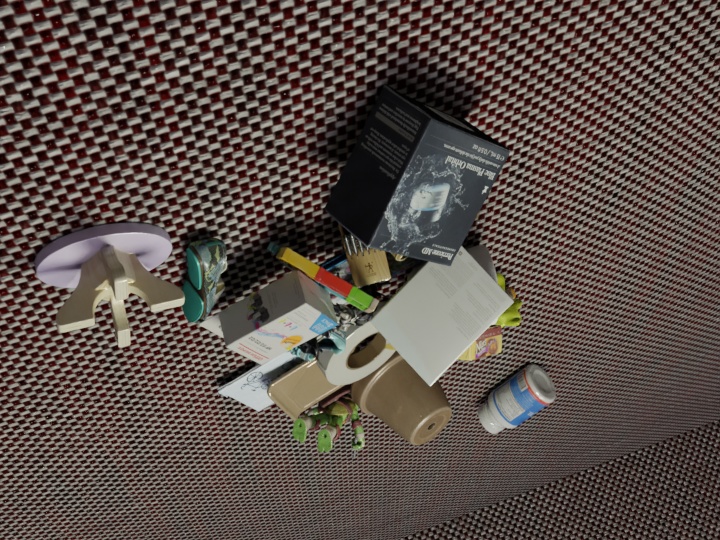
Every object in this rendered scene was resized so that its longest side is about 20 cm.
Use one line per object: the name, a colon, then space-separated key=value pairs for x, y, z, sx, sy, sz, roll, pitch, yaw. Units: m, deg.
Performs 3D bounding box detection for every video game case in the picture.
video game case: x=0.000 y=0.000 z=1.713 sx=0.198 sy=0.018 sz=0.143 roll=-28 pitch=152 yaw=10

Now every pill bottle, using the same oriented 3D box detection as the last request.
pill bottle: x=0.403 y=0.341 z=2.477 sx=0.111 sy=0.114 sz=0.200 roll=10 pitch=139 yaw=-44

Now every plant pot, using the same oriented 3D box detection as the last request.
plant pot: x=0.104 y=0.272 z=2.035 sx=0.198 sy=0.175 sz=0.202 roll=-29 pitch=147 yaw=-21

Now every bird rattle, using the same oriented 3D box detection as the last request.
bird rattle: x=0.249 y=0.095 z=1.956 sx=0.200 sy=0.113 sz=0.163 roll=-41 pitch=174 yaw=31

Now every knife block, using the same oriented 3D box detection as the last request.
knife block: x=-0.003 y=-0.070 z=1.550 sx=0.063 sy=0.179 sz=0.200 roll=-13 pitch=-170 yaw=-1

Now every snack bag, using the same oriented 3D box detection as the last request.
snack bag: x=-0.175 y=0.220 z=1.951 sx=0.198 sy=0.022 sz=0.188 roll=-32 pitch=151 yaw=9

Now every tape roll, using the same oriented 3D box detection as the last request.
tape roll: x=0.004 y=0.147 z=1.893 sx=0.201 sy=0.037 sz=0.204 roll=-30 pitch=149 yaw=-19

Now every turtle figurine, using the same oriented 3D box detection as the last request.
turtle figurine: x=-0.069 y=0.362 z=2.109 sx=0.200 sy=0.145 sz=0.193 roll=-45 pitch=167 yaw=25

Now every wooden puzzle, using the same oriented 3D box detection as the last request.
wooden puzzle: x=-0.089 y=0.216 z=1.958 sx=0.199 sy=0.037 sz=0.185 roll=-36 pitch=151 yaw=-3

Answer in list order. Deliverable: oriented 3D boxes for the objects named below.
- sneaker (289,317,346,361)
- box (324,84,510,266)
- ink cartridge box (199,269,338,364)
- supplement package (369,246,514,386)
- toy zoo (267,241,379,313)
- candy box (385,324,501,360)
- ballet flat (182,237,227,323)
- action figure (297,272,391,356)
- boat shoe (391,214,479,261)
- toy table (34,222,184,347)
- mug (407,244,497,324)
sneaker: x=-0.116 y=0.121 z=1.750 sx=0.196 sy=0.088 sz=0.078 roll=-3 pitch=149 yaw=-15
box: x=0.085 y=-0.131 z=1.378 sx=0.195 sy=0.117 sz=0.202 roll=11 pitch=113 yaw=-46
ink cartridge box: x=-0.151 y=0.088 z=1.552 sx=0.198 sy=0.069 sz=0.115 roll=-28 pitch=149 yaw=16
supplement package: x=0.136 y=0.069 z=1.640 sx=0.200 sy=0.152 sz=0.151 roll=-45 pitch=178 yaw=1
toy zoo: x=-0.064 y=0.011 z=1.538 sx=0.021 sy=0.198 sz=0.131 roll=-60 pitch=-178 yaw=-6
candy box: x=0.158 y=0.129 z=1.817 sx=0.197 sy=0.058 sz=0.116 roll=3 pitch=-175 yaw=39
ballet flat: x=-0.245 y=0.017 z=1.523 sx=0.073 sy=0.075 sz=0.201 roll=-10 pitch=152 yaw=-21
action figure: x=-0.035 y=0.061 z=1.675 sx=0.199 sy=0.102 sz=0.120 roll=-35 pitch=155 yaw=-38
boat shoe: x=0.129 y=-0.069 z=1.626 sx=0.198 sy=0.064 sz=0.074 roll=-17 pitch=151 yaw=-30
toy table: x=-0.362 y=0.018 z=1.384 sx=0.197 sy=0.119 sz=0.185 roll=-18 pitch=151 yaw=-10
mug: x=0.169 y=0.049 z=1.795 sx=0.150 sy=0.151 sz=0.188 roll=-9 pitch=143 yaw=-7
